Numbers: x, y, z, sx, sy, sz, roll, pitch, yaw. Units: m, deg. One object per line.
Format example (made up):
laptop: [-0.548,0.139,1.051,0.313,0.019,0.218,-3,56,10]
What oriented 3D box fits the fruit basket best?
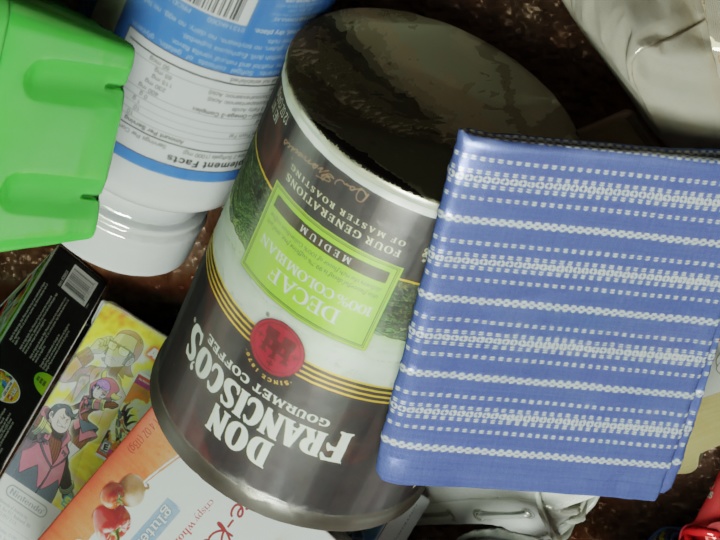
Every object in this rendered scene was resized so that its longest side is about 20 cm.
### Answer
fruit basket: [-0.230,-0.080,1.347,0.214,0.216,0.157,15,101,6]

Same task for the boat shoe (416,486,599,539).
boat shoe: [0.088,0.106,1.481,0.201,0.075,0.086,-9,121,39]

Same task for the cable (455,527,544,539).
cable: [0.043,0.147,1.507,0.097,0.051,0.200,25,154,-2]

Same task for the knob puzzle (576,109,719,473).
knob puzzle: [0.110,0.018,1.469,0.218,0.031,0.221,16,133,18]

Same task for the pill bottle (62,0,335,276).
pill bottle: [-0.085,-0.099,1.411,0.112,0.112,0.201,26,124,-2]

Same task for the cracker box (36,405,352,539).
cracker box: [-0.059,0.171,1.429,0.200,0.058,0.134,41,91,21]

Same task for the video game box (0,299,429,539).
video game box: [-0.094,0.141,1.502,0.199,0.047,0.183,31,90,22]

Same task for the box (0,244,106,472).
box: [-0.199,0.078,1.493,0.035,0.200,0.110,40,122,-11]

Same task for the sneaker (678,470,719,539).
sneaker: [0.153,0.146,1.458,0.198,0.078,0.116,-4,93,-11]

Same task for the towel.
towel: [0.091,0.022,1.321,0.144,0.024,0.201,4,128,-12]

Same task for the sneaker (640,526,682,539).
sneaker: [0.144,0.176,1.539,0.199,0.074,0.083,-19,115,15]

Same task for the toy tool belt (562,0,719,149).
toy tool belt: [0.182,-0.097,1.335,0.123,0.125,0.200,-36,141,4]

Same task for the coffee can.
coffee can: [0.000,0.000,1.391,0.146,0.147,0.201,25,125,0]
